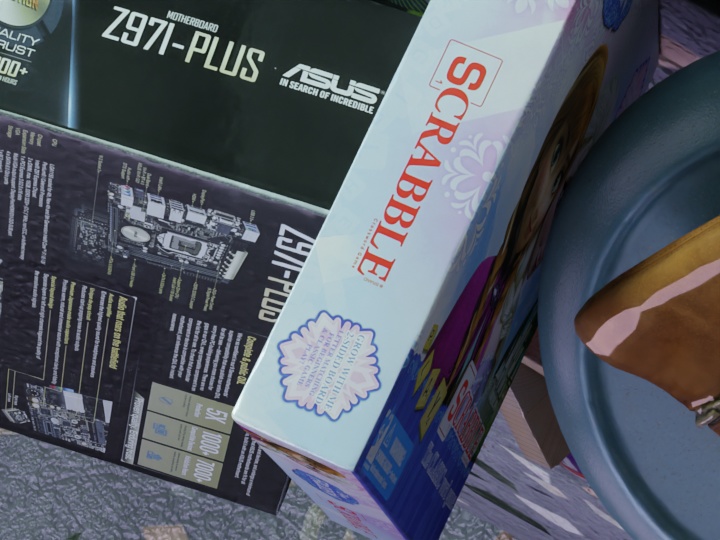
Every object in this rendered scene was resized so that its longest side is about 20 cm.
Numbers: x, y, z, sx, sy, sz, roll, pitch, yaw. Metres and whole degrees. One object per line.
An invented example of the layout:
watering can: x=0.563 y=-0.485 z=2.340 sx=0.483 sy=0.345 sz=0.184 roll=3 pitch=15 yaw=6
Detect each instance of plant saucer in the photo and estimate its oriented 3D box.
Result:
plant saucer: x=0.144 y=0.028 z=0.723 sx=0.200 sy=0.200 sz=0.027 roll=29 pitch=-152 yaw=12

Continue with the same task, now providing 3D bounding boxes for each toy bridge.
toy bridge: x=0.064 y=0.042 z=0.913 sx=0.200 sy=0.027 sz=0.067 roll=23 pitch=149 yaw=49

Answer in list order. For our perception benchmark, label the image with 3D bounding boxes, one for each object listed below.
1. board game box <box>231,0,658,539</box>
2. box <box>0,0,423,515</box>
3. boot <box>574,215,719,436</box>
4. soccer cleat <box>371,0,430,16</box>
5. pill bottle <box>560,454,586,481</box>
board game box: x=0.036 y=-0.018 z=0.750 sx=0.041 sy=0.200 sz=0.200 roll=23 pitch=171 yaw=12
box: x=-0.080 y=-0.019 z=0.814 sx=0.163 sy=0.086 sz=0.200 roll=17 pitch=147 yaw=1
boot: x=0.177 y=0.026 z=0.637 sx=0.188 sy=0.069 sz=0.200 roll=32 pitch=138 yaw=-8
soccer cleat: x=0.001 y=-0.109 z=0.864 sx=0.065 sy=0.084 sz=0.200 roll=-20 pitch=161 yaw=25
pill bottle: x=0.103 y=0.018 z=1.026 sx=0.111 sy=0.112 sz=0.200 roll=27 pitch=170 yaw=24
